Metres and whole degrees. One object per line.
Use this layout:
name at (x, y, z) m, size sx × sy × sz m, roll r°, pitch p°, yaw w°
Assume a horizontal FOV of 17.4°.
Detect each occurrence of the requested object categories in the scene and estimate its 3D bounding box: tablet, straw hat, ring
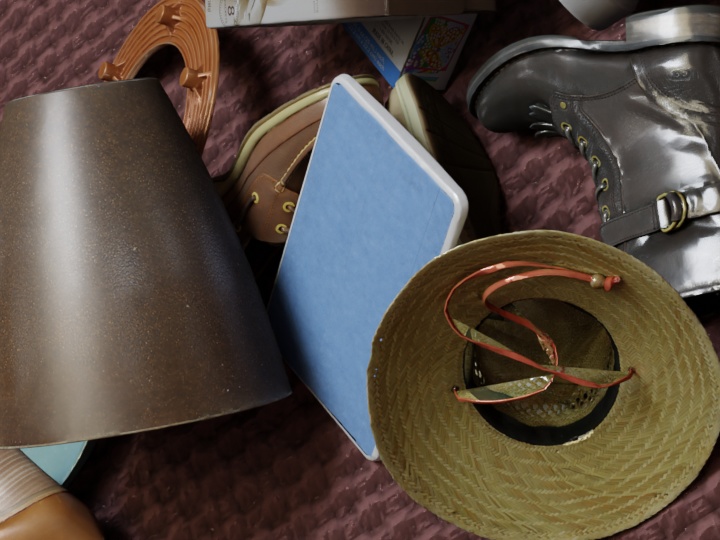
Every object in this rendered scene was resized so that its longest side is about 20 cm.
tablet at (0.000, 0.000, 1.370) m, size 0.130 × 0.014 × 0.200 m, roll 48°, pitch 135°, yaw 34°
straw hat at (0.097, 0.043, 1.261) m, size 0.201 × 0.201 × 0.085 m, roll -38°, pitch 24°, yaw 23°
ring at (-0.149, -0.088, 1.550) m, size 0.200 × 0.019 × 0.201 m, roll -39°, pitch 43°, yaw 48°

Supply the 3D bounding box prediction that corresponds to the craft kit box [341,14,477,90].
craft kit box at (0.024, -0.247, 1.446) m, size 0.200 × 0.048 × 0.198 m, roll 55°, pitch 137°, yaw 38°

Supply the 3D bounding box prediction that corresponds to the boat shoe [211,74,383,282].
boat shoe at (-0.043, -0.049, 1.447) m, size 0.200 × 0.072 × 0.068 m, roll -42°, pitch 68°, yaw 43°

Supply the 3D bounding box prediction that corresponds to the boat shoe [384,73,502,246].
boat shoe at (0.045, -0.023, 1.375) m, size 0.065 × 0.072 × 0.200 m, roll -32°, pitch 61°, yaw 25°

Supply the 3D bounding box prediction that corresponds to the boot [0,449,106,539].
boot at (-0.240, 0.222, 1.473) m, size 0.200 × 0.077 × 0.155 m, roll -40°, pitch 74°, yaw -12°

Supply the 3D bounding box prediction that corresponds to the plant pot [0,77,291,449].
plant pot at (-0.148, -0.009, 1.407) m, size 0.187 × 0.187 × 0.200 m, roll -7°, pitch 92°, yaw 38°

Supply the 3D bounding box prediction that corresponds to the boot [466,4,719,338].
boot at (0.140, -0.046, 1.309) m, size 0.200 × 0.069 × 0.174 m, roll -14°, pitch 73°, yaw 44°

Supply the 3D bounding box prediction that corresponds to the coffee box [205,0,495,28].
coffee box at (-0.011, -0.203, 1.391) m, size 0.200 × 0.080 × 0.115 m, roll 4°, pitch 98°, yaw 56°

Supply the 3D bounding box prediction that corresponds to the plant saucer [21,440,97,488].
plant saucer at (-0.232, 0.085, 1.586) m, size 0.200 × 0.036 × 0.200 m, roll -16°, pitch 63°, yaw 35°

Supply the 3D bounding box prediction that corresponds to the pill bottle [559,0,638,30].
pill bottle at (0.187, -0.223, 1.293) m, size 0.200 × 0.116 × 0.116 m, roll -32°, pitch 55°, yaw 22°
